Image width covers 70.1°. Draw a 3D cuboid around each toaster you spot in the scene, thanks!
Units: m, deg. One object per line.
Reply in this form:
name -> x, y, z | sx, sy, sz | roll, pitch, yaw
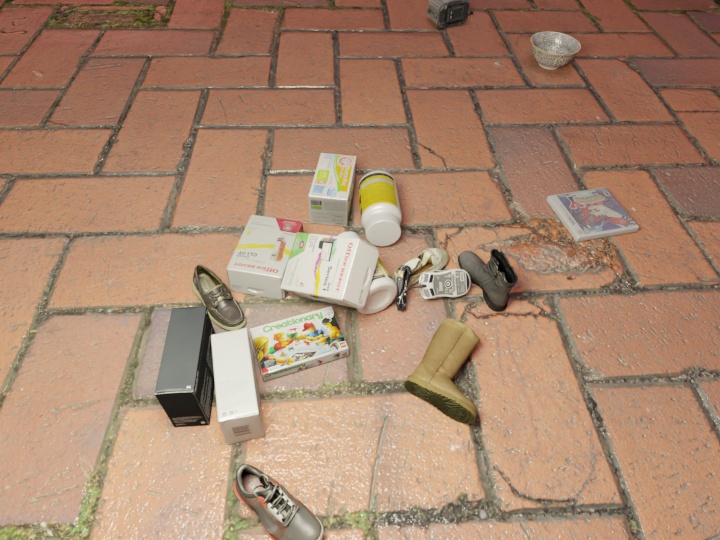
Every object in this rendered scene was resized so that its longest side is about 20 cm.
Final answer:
toaster -> 0.398, -1.181, 2.322 | 0.199, 0.114, 0.129 | -22, 51, -18

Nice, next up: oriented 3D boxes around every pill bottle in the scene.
pill bottle -> 0.054, -0.171, 1.416 | 0.113, 0.115, 0.201 | -1, 48, -4
pill bottle -> 0.000, 0.000, 1.264 | 0.112, 0.113, 0.201 | -18, 52, -17

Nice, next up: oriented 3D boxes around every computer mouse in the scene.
computer mouse -> 0.178, 0.038, 1.272 | 0.198, 0.044, 0.111 | -3, 90, -17

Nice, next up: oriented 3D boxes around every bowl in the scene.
bowl -> 0.780, -0.881, 2.087 | 0.199, 0.095, 0.202 | 1, 48, -2

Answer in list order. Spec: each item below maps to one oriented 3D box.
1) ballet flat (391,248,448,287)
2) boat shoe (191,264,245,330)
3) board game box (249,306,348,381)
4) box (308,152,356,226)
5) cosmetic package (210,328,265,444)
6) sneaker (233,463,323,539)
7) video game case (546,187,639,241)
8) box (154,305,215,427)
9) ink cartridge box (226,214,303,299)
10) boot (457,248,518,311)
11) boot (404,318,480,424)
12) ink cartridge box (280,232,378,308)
ballet flat -> 0.160, -0.015, 1.318 | 0.199, 0.063, 0.067 | -34, 58, -28
boat shoe -> -0.346, 0.063, 1.224 | 0.073, 0.065, 0.200 | -34, 59, -30
board game box -> -0.139, 0.163, 1.166 | 0.198, 0.035, 0.127 | -15, 51, -15
box -> -0.077, -0.235, 1.474 | 0.111, 0.102, 0.201 | 6, 49, 3
cosmetic package -> -0.252, 0.233, 1.050 | 0.080, 0.113, 0.201 | -9, 52, -10
sneaker -> -0.154, 0.417, 0.910 | 0.199, 0.082, 0.077 | 27, 53, 20
video game case -> 0.677, -0.168, 1.503 | 0.198, 0.023, 0.183 | -9, 50, -11
box -> -0.351, 0.196, 1.057 | 0.078, 0.142, 0.201 | -2, 48, -5
ink cartridge box -> -0.236, -0.038, 1.306 | 0.144, 0.084, 0.201 | 8, 49, 6
boot -> 0.320, -0.010, 1.274 | 0.069, 0.132, 0.200 | -20, 52, -18
boot -> 0.212, 0.211, 1.122 | 0.174, 0.066, 0.200 | 28, 52, 20
ink cartridge box -> -0.073, -0.003, 1.191 | 0.199, 0.084, 0.146 | 8, 78, 38
